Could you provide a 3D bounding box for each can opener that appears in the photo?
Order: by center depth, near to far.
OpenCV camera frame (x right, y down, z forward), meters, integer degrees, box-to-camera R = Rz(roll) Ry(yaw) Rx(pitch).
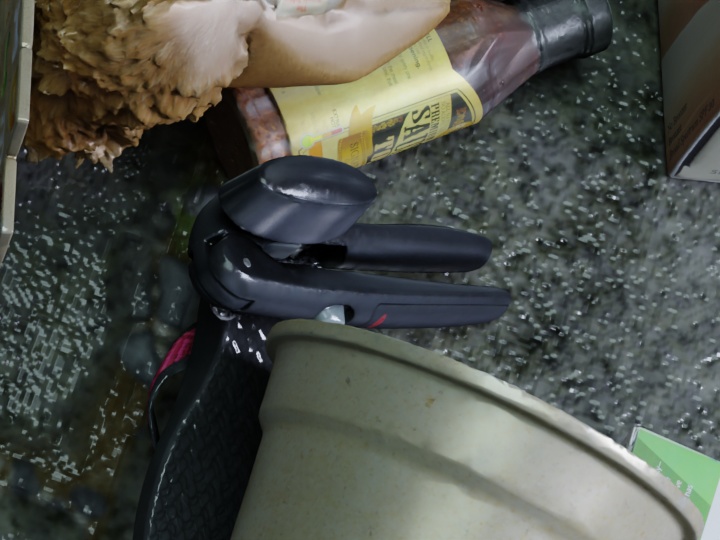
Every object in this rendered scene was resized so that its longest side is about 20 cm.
[{"bbox_3d":[0.000,0.000,1.174,0.200,0.078,0.064,15,61,-49],"label":"can opener"}]

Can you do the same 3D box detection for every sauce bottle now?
[{"bbox_3d":[0.026,-0.092,1.252,0.199,0.066,0.066,-21,74,-18],"label":"sauce bottle"}]

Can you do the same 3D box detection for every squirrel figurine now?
[{"bbox_3d":[-0.090,-0.140,1.177,0.200,0.142,0.186,-44,38,-18],"label":"squirrel figurine"}]

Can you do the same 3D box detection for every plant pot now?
[{"bbox_3d":[0.015,0.147,1.093,0.200,0.200,0.184,26,76,-1],"label":"plant pot"}]

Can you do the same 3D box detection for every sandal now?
[{"bbox_3d":[-0.062,0.055,1.178,0.075,0.045,0.201,35,59,-39],"label":"sandal"}]

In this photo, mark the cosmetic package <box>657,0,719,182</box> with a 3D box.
[{"bbox_3d":[0.198,-0.151,1.297,0.087,0.103,0.201,5,65,-12],"label":"cosmetic package"}]

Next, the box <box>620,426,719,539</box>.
[{"bbox_3d":[0.188,0.174,1.196,0.199,0.036,0.145,24,65,-3],"label":"box"}]

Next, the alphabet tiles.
[{"bbox_3d":[-0.156,-0.088,1.153,0.006,0.166,0.201,5,67,-14],"label":"alphabet tiles"}]
